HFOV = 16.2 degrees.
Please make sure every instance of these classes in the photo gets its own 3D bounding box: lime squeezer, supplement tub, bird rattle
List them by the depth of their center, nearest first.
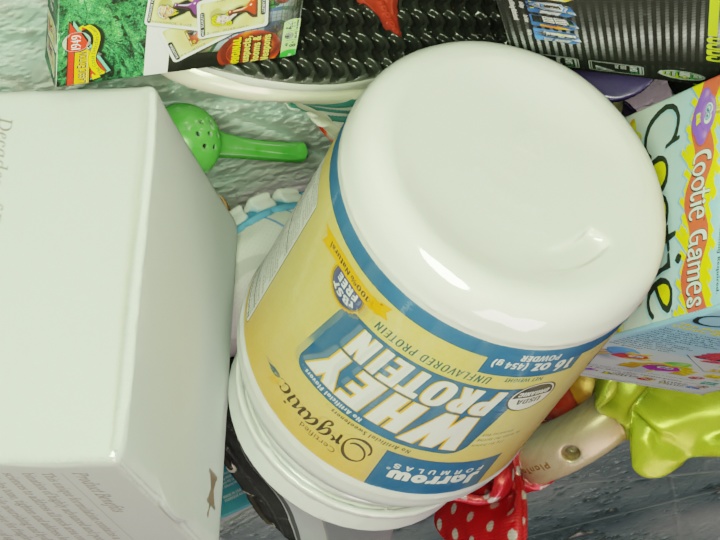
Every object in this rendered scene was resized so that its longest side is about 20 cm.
[{"bbox_3d":[0.030,0.013,1.099,0.144,0.145,0.200,-3,148,-26],"label":"supplement tub"},{"bbox_3d":[-0.111,-0.058,1.192,0.199,0.038,0.071,-7,-172,-20],"label":"lime squeezer"},{"bbox_3d":[0.120,0.082,1.384,0.200,0.113,0.163,-42,-171,28],"label":"bird rattle"}]

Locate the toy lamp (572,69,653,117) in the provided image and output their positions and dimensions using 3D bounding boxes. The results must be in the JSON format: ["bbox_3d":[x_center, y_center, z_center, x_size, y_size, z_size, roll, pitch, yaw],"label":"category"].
[{"bbox_3d":[0.115,-0.078,1.225,0.058,0.059,0.200,-14,164,-2],"label":"toy lamp"}]

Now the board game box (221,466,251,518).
[{"bbox_3d":[0.012,0.067,1.431,0.150,0.047,0.200,-27,179,26],"label":"board game box"}]

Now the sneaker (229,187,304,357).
[{"bbox_3d":[0.000,0.000,1.240,0.199,0.087,0.075,-25,134,-34],"label":"sneaker"}]

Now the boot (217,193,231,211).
[{"bbox_3d":[-0.067,-0.001,1.291,0.199,0.074,0.155,-14,154,-10],"label":"boot"}]

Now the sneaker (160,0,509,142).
[{"bbox_3d":[-0.017,-0.086,1.121,0.199,0.071,0.093,-4,149,-31],"label":"sneaker"}]

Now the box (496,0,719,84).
[{"bbox_3d":[0.151,-0.110,1.003,0.192,0.048,0.200,10,174,7],"label":"box"}]

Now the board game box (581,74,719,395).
[{"bbox_3d":[0.159,-0.012,1.122,0.104,0.104,0.200,10,168,-20],"label":"board game box"}]

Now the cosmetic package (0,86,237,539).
[{"bbox_3d":[-0.170,0.029,1.112,0.199,0.167,0.167,-1,160,10],"label":"cosmetic package"}]

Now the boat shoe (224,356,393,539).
[{"bbox_3d":[-0.031,0.099,1.292,0.056,0.069,0.200,21,157,27],"label":"boat shoe"}]

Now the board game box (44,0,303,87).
[{"bbox_3d":[-0.065,-0.149,0.959,0.104,0.024,0.201,-7,144,-14],"label":"board game box"}]

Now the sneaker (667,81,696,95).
[{"bbox_3d":[0.155,-0.144,1.131,0.082,0.072,0.200,12,152,-4],"label":"sneaker"}]
